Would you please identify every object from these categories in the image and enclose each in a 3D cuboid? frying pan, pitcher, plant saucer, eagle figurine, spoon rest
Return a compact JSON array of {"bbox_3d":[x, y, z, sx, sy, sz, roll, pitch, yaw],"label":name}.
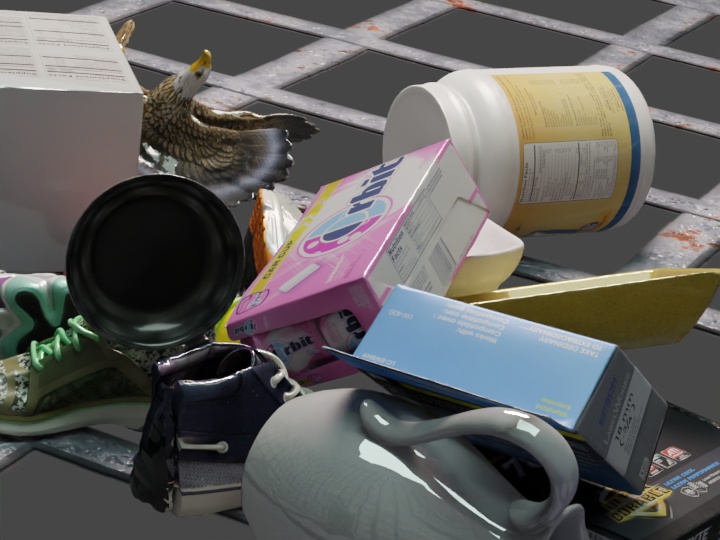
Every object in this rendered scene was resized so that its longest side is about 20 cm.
[{"bbox_3d":[-0.104,0.017,1.311,0.190,0.115,0.031,41,2,-22],"label":"frying pan"},{"bbox_3d":[0.034,0.123,1.136,0.199,0.172,0.121,22,41,29],"label":"pitcher"},{"bbox_3d":[0.142,0.034,1.451,0.199,0.049,0.200,-8,0,-4],"label":"plant saucer"},{"bbox_3d":[-0.151,-0.128,1.795,0.200,0.151,0.152,36,66,-6],"label":"eagle figurine"},{"bbox_3d":[0.075,-0.012,1.539,0.099,0.061,0.200,-8,0,6],"label":"spoon rest"}]

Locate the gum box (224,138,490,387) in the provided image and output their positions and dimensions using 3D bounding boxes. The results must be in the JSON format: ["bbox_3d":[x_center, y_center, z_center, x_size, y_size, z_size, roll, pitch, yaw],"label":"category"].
[{"bbox_3d":[0.000,0.000,1.387,0.113,0.066,0.200,-19,22,31],"label":"gum box"}]

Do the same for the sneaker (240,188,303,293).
[{"bbox_3d":[-0.035,0.006,1.548,0.092,0.076,0.200,8,28,-18],"label":"sneaker"}]

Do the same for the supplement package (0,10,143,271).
[{"bbox_3d":[-0.265,-0.105,1.622,0.150,0.152,0.200,1,23,-16],"label":"supplement package"}]

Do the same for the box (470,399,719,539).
[{"bbox_3d":[0.150,0.131,1.317,0.198,0.050,0.200,24,27,34],"label":"box"}]

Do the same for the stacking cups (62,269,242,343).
[{"bbox_3d":[-0.134,0.032,1.466,0.199,0.061,0.060,17,24,33],"label":"stacking cups"}]

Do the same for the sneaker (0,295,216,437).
[{"bbox_3d":[-0.181,0.054,1.343,0.199,0.089,0.077,0,23,-17],"label":"sneaker"}]

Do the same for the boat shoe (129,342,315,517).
[{"bbox_3d":[-0.048,0.090,1.291,0.199,0.093,0.075,-10,28,-36],"label":"boat shoe"}]

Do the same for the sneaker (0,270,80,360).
[{"bbox_3d":[-0.257,0.015,1.430,0.199,0.078,0.140,3,23,-12],"label":"sneaker"}]

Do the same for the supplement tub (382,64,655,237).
[{"bbox_3d":[0.134,-0.100,1.745,0.199,0.145,0.145,-5,25,-27],"label":"supplement tub"}]

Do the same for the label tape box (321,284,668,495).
[{"bbox_3d":[0.084,0.062,1.189,0.144,0.064,0.200,16,-11,25],"label":"label tape box"}]
